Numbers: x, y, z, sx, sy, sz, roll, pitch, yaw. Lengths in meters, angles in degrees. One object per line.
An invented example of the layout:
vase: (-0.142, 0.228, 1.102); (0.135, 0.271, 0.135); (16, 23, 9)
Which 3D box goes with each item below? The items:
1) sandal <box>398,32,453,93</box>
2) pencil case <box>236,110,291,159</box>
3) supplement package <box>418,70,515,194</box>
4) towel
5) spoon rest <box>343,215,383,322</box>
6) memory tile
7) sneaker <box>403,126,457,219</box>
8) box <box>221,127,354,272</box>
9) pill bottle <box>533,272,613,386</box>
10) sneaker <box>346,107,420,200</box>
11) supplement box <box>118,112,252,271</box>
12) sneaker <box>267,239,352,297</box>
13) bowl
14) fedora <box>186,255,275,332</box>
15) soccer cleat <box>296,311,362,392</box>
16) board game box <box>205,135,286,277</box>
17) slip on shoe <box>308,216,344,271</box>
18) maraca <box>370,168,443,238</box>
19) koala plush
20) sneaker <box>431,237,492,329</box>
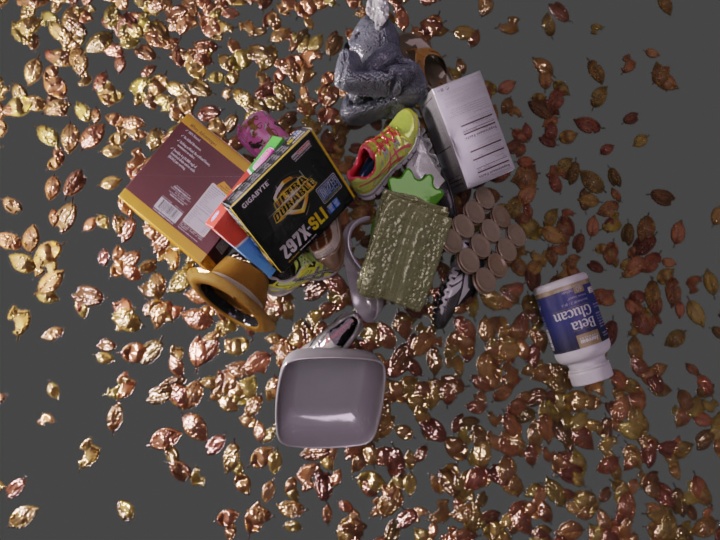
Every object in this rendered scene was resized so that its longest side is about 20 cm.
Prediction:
sandal: (0.145, -0.423, 1.321); (0.080, 0.054, 0.201); (-38, 87, -8)
pencil case: (-0.158, -0.223, 1.252); (0.083, 0.086, 0.201); (-43, 86, 21)
supplement package: (0.210, -0.270, 1.260); (0.107, 0.114, 0.204); (-22, 94, -8)
towel: (0.081, -0.036, 1.160); (0.145, 0.036, 0.205); (16, 91, -13)
spoon rest: (0.000, 0.000, 1.217); (0.059, 0.099, 0.205); (-7, 88, -30)
memory tile: (0.245, -0.062, 1.247); (0.154, 0.017, 0.200); (46, 54, -5)
sneaker: (0.131, -0.180, 1.280); (0.087, 0.074, 0.204); (-24, 79, 4)
box: (-0.122, -0.124, 1.113); (0.200, 0.049, 0.161); (-46, 126, -15)
pill bottle: (0.420, 0.116, 1.230); (0.109, 0.111, 0.204); (-17, 83, -7)
sneaker: (0.044, -0.235, 1.236); (0.078, 0.090, 0.202); (36, 95, 35)
supplement box: (-0.305, -0.141, 1.199); (0.196, 0.133, 0.201); (37, 80, 2)
sneaker: (-0.099, -0.011, 1.224); (0.198, 0.076, 0.076); (-31, 83, -11)
bowl: (-0.060, 0.225, 1.156); (0.195, 0.075, 0.204); (2, 115, -13)
fedora: (-0.221, 0.034, 1.153); (0.198, 0.201, 0.083); (30, 67, 1)
soccer cleat: (-0.072, 0.153, 1.196); (0.199, 0.085, 0.069); (-43, 87, -10)
board game box: (-0.161, -0.114, 1.144); (0.153, 0.040, 0.202); (43, 78, -36)
slip on shoe: (-0.063, -0.074, 1.203); (0.075, 0.201, 0.061); (-31, 123, 10)
maraca: (0.091, -0.093, 1.229); (0.134, 0.107, 0.205); (13, 97, -6)
koala plush: (0.037, -0.423, 1.256); (0.179, 0.178, 0.205); (-5, 70, 1)
sneaker: (0.208, 0.028, 1.249); (0.089, 0.067, 0.204); (22, 78, 1)
